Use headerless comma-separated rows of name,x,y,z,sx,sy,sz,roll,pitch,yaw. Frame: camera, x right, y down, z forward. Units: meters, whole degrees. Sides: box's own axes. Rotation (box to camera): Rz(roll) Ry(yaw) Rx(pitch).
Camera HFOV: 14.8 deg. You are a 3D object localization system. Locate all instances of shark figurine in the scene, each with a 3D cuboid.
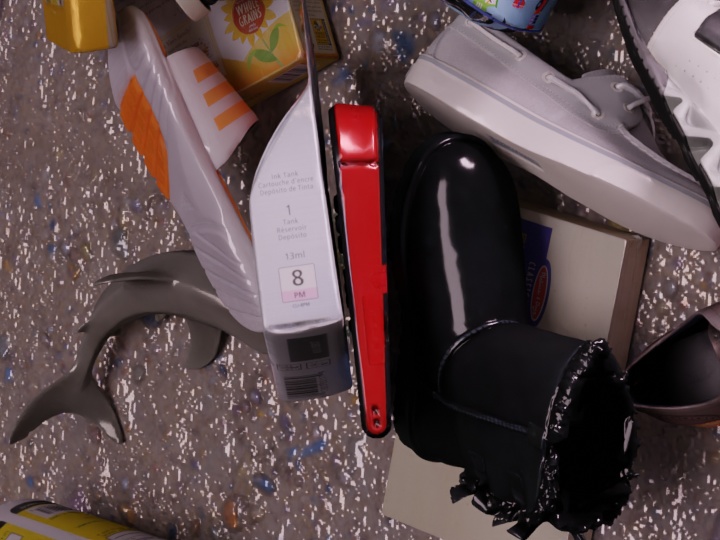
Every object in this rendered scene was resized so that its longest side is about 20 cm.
shark figurine,-0.141,0.025,1.707,0.214,0.089,0.128,-25,74,37

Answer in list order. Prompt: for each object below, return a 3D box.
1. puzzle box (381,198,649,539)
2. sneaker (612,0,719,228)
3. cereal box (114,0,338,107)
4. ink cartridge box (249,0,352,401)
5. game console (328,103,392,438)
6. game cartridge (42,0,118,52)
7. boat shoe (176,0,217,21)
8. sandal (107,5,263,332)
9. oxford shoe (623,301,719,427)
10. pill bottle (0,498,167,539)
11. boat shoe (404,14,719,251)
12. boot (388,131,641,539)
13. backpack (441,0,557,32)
puzzle box,0.086,0.061,1.551,0.133,0.025,0.200,20,104,39
sneaker,0.192,-0.102,1.430,0.088,0.074,0.200,-27,66,3
cereal box,-0.099,-0.194,1.691,0.144,0.040,0.200,-24,76,39
ink cartridge box,-0.039,-0.043,1.523,0.057,0.163,0.200,-11,74,-1
game console,0.000,0.000,1.532,0.031,0.200,0.177,-2,90,1
game cartridge,-0.179,-0.233,1.650,0.176,0.032,0.200,-149,50,-77
boat shoe,-0.110,-0.238,1.632,0.066,0.075,0.199,-31,53,9
sandal,-0.085,-0.064,1.640,0.207,0.059,0.079,64,156,1
oxford shoe,0.218,0.035,1.404,0.200,0.073,0.071,-31,72,37
pill bottle,-0.150,0.214,1.702,0.200,0.112,0.113,13,100,40
boat shoe,0.120,-0.078,1.493,0.200,0.072,0.069,29,81,30
boot,0.081,0.037,1.461,0.162,0.073,0.198,25,115,58
backpack,0.055,-0.228,1.473,0.135,0.183,0.200,-40,80,16
